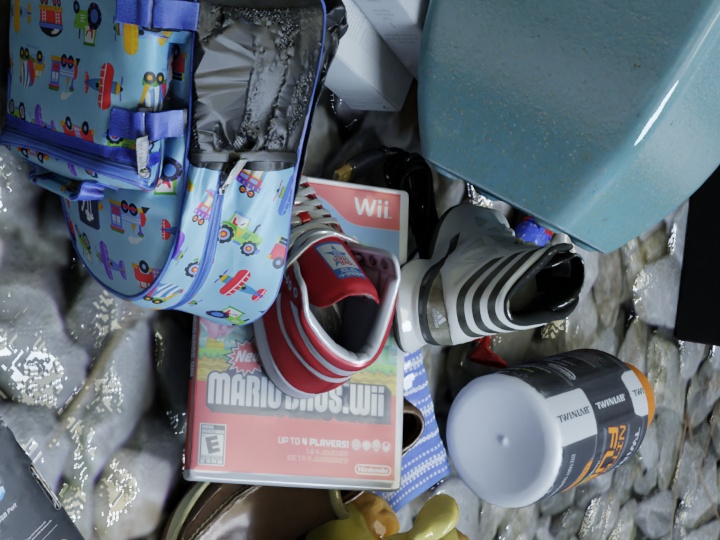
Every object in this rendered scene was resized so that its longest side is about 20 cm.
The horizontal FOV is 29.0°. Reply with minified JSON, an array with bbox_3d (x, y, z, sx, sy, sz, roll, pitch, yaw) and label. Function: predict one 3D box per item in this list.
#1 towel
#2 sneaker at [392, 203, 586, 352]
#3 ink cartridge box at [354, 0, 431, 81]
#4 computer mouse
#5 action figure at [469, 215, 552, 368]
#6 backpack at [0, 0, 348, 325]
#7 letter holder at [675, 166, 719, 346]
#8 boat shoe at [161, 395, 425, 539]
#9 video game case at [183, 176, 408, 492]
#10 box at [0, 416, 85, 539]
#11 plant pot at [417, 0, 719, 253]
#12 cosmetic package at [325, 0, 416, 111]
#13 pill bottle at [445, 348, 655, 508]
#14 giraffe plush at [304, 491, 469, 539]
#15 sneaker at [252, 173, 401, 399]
[{"bbox_3d":[0.002,0.099,1.015,0.145,0.024,0.201,-32,119,-39],"label":"towel"},{"bbox_3d":[0.103,0.004,0.947,0.201,0.115,0.076,-46,130,-63],"label":"sneaker"},{"bbox_3d":[0.073,-0.210,0.956,0.200,0.047,0.160,45,64,-43],"label":"ink cartridge box"},{"bbox_3d":[0.000,0.000,0.950,0.200,0.046,0.141,-33,118,-36],"label":"computer mouse"},{"bbox_3d":[0.156,-0.017,1.114,0.065,0.099,0.200,47,60,-42],"label":"action figure"},{"bbox_3d":[-0.112,-0.070,0.763,0.134,0.182,0.201,-5,111,-38],"label":"backpack"},{"bbox_3d":[0.399,-0.023,1.372,0.142,0.100,0.201,5,92,-49],"label":"letter holder"},{"bbox_3d":[-0.040,0.140,0.923,0.202,0.075,0.075,-39,122,-26],"label":"boat shoe"},{"bbox_3d":[-0.038,0.038,0.893,0.143,0.017,0.201,7,77,-22],"label":"video game case"},{"bbox_3d":[-0.230,0.212,0.761,0.200,0.050,0.199,-47,127,-32],"label":"box"},{"bbox_3d":[0.147,-0.128,0.924,0.200,0.196,0.196,-62,154,5],"label":"plant pot"},{"bbox_3d":[0.003,-0.232,0.945,0.151,0.052,0.201,37,69,-47],"label":"cosmetic package"},{"bbox_3d":[0.165,0.121,1.128,0.200,0.106,0.107,-9,102,-52],"label":"pill bottle"},{"bbox_3d":[0.019,0.217,0.901,0.199,0.162,0.173,8,68,-26],"label":"giraffe plush"},{"bbox_3d":[-0.039,-0.026,0.833,0.071,0.112,0.201,-19,87,-27],"label":"sneaker"}]
